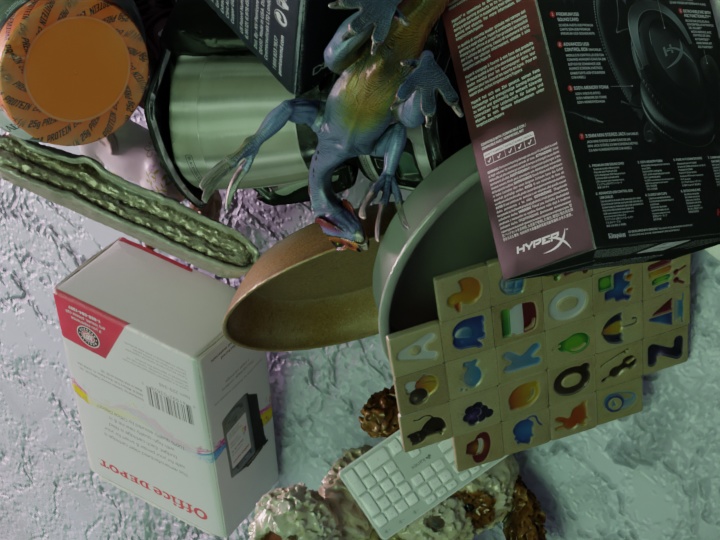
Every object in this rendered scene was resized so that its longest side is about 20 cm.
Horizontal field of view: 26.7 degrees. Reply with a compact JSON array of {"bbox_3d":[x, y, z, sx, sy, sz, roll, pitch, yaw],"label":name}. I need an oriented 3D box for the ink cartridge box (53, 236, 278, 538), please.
[{"bbox_3d":[-0.148,0.093,1.186,0.147,0.086,0.201,23,137,26],"label":"ink cartridge box"}]

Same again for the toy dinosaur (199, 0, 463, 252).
[{"bbox_3d":[0.013,-0.084,0.849,0.105,0.200,0.182,41,166,2],"label":"toy dinosaur"}]

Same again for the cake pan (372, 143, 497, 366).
[{"bbox_3d":[0.091,-0.011,0.948,0.037,0.200,0.201,53,134,39],"label":"cake pan"}]

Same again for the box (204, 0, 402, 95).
[{"bbox_3d":[-0.021,-0.243,0.879,0.200,0.196,0.118,47,156,20],"label":"box"}]

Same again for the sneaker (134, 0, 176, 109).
[{"bbox_3d":[-0.145,-0.200,1.075,0.115,0.075,0.201,42,143,49],"label":"sneaker"}]

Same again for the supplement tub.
[{"bbox_3d":[-0.217,-0.160,1.004,0.200,0.122,0.123,-137,44,-54],"label":"supplement tub"}]

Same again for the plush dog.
[{"bbox_3d":[0.041,0.170,1.104,0.200,0.161,0.172,42,113,-14],"label":"plush dog"}]

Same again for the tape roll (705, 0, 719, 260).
[{"bbox_3d":[0.260,-0.087,0.883,0.202,0.037,0.204,15,117,31],"label":"tape roll"}]

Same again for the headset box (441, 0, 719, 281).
[{"bbox_3d":[0.131,-0.105,0.842,0.077,0.148,0.201,-23,78,49],"label":"headset box"}]

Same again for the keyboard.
[{"bbox_3d":[0.082,0.104,1.030,0.200,0.011,0.056,-35,92,0],"label":"keyboard"}]

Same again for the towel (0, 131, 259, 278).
[{"bbox_3d":[-0.165,-0.045,1.059,0.199,0.133,0.035,25,86,-8],"label":"towel"}]

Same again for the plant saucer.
[{"bbox_3d":[0.000,0.000,1.016,0.200,0.200,0.036,-33,66,39],"label":"plant saucer"}]

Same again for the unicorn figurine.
[{"bbox_3d":[-0.184,-0.087,1.151,0.199,0.074,0.138,18,147,9],"label":"unicorn figurine"}]

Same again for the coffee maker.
[{"bbox_3d":[-0.018,-0.139,0.982,0.199,0.135,0.193,0,76,20],"label":"coffee maker"}]

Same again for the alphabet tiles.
[{"bbox_3d":[0.115,0.049,0.953,0.006,0.199,0.167,-117,13,-49],"label":"alphabet tiles"}]
